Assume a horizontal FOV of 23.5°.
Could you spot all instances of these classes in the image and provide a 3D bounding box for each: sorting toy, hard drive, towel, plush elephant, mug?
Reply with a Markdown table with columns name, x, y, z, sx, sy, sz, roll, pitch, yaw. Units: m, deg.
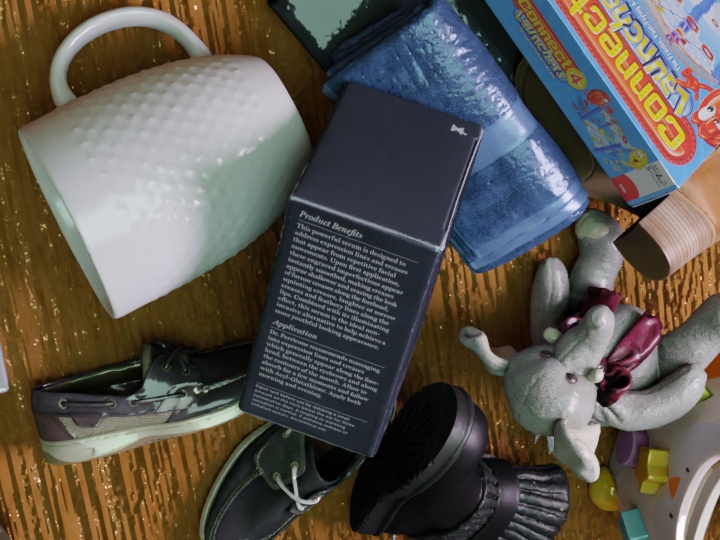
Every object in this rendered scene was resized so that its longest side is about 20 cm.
| name | x | y | z | sx | sy | sz | roll | pitch | yaw |
| --- | --- | --- | --- | --- | --- | --- | --- | --- | --- |
| sorting toy | 0.258 | 0.162 | 1.340 | 0.106 | 0.180 | 0.201 | 15 | 102 | -7 |
| hard drive | 0.046 | -0.169 | 1.283 | 0.139 | 0.033 | 0.200 | -41 | 110 | 1 |
| towel | 0.070 | -0.096 | 1.246 | 0.111 | 0.049 | 0.200 | -30 | 111 | 26 |
| plush elephant | 0.167 | 0.068 | 1.302 | 0.165 | 0.155 | 0.201 | 41 | 111 | 18 |
| mug | -0.141 | -0.094 | 1.216 | 0.174 | 0.148 | 0.201 | -28 | 80 | -12 |

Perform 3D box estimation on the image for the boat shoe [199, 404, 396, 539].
| name | x | y | z | sx | sy | sz | roll | pitch | yaw |
| --- | --- | --- | --- | --- | --- | --- | --- | --- | --- |
| boat shoe | -0.049 | 0.151 | 1.335 | 0.200 | 0.068 | 0.072 | -45 | 111 | 4 |

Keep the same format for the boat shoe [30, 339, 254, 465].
| name | x | y | z | sx | sy | sz | roll | pitch | yaw |
| --- | --- | --- | --- | --- | --- | --- | --- | --- | --- |
| boat shoe | -0.150 | 0.086 | 1.292 | 0.199 | 0.072 | 0.065 | -18 | 113 | -1 |

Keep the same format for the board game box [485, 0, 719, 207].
| name | x | y | z | sx | sy | sz | roll | pitch | yaw |
| --- | --- | --- | --- | --- | --- | --- | --- | --- | --- |
| board game box | 0.207 | -0.185 | 1.239 | 0.196 | 0.056 | 0.200 | -44 | 102 | -31 |

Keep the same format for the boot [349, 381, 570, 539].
| name | x | y | z | sx | sy | sz | roll | pitch | yaw |
| --- | --- | --- | --- | --- | --- | --- | --- | --- | --- |
| boot | 0.095 | 0.160 | 1.320 | 0.157 | 0.211 | 0.080 | 15 | 62 | -12 |

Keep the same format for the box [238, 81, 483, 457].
| name | x | y | z | sx | sy | sz | roll | pitch | yaw |
| --- | --- | --- | --- | --- | --- | --- | --- | --- | --- |
| box | 0.000 | 0.000 | 1.210 | 0.106 | 0.149 | 0.201 | 19 | 129 | 3 |

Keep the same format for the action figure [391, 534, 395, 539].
| name | x | y | z | sx | sy | sz | roll | pitch | yaw |
| --- | --- | --- | --- | --- | --- | --- | --- | --- | --- |
| action figure | 0.086 | 0.288 | 1.303 | 0.199 | 0.119 | 0.102 | 32 | 115 | 10 |

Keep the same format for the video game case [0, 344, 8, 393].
| name | x | y | z | sx | sy | sz | roll | pitch | yaw |
| --- | --- | --- | --- | --- | --- | --- | --- | --- | --- |
| video game case | -0.344 | 0.007 | 1.253 | 0.142 | 0.018 | 0.202 | -11 | 108 | -9 |

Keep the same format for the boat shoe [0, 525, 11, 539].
| name | x | y | z | sx | sy | sz | roll | pitch | yaw |
| --- | --- | --- | --- | --- | --- | --- | --- | --- | --- |
| boat shoe | -0.278 | 0.270 | 1.322 | 0.067 | 0.072 | 0.201 | -10 | 120 | 25 |

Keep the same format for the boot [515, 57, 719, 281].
| name | x | y | z | sx | sy | sz | roll | pitch | yaw |
| --- | --- | --- | --- | --- | --- | --- | --- | --- | --- |
| boot | 0.214 | -0.107 | 1.304 | 0.155 | 0.074 | 0.201 | -41 | 100 | -32 |
